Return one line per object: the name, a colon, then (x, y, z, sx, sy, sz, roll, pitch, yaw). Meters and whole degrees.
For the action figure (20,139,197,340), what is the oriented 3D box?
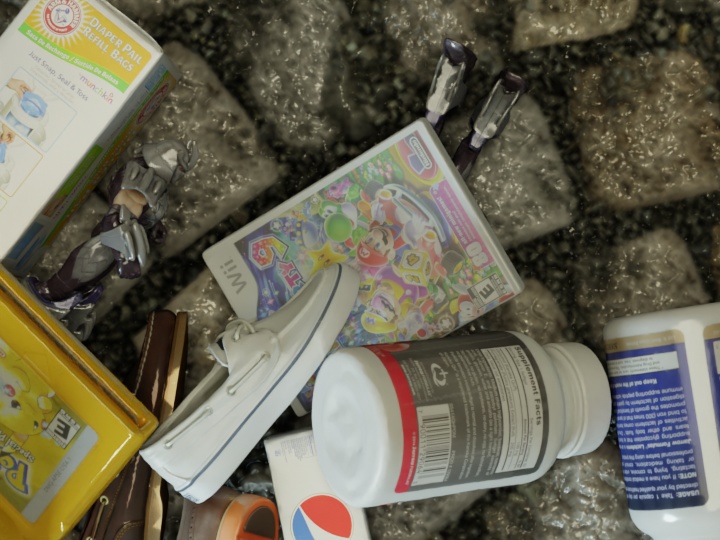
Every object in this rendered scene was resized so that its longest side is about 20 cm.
action figure: (-0.180, -0.019, 1.305, 0.069, 0.130, 0.200, 41, 105, 0)

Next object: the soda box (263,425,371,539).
soda box: (-0.019, 0.214, 1.322, 0.063, 0.068, 0.202, -11, 86, -1)

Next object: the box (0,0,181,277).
box: (-0.233, -0.105, 1.319, 0.101, 0.112, 0.200, 38, 90, 3)

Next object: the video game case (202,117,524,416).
video game case: (0.000, 0.000, 1.319, 0.199, 0.018, 0.144, -30, 93, 20)

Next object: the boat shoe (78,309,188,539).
boat shoe: (-0.168, 0.126, 1.327, 0.070, 0.070, 0.202, 9, 87, -1)

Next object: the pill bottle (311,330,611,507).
pill bottle: (0.075, 0.101, 1.279, 0.198, 0.110, 0.112, -4, 86, -28)

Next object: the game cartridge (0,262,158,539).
game cartridge: (-0.257, 0.109, 1.293, 0.176, 0.032, 0.200, 44, 124, 4)

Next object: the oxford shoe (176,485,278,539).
oxford shoe: (-0.115, 0.253, 1.308, 0.072, 0.071, 0.202, 15, 90, 31)

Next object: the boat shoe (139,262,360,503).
boat shoe: (-0.078, 0.068, 1.276, 0.065, 0.074, 0.201, 39, 82, -15)

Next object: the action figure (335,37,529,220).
action figure: (0.048, -0.065, 1.338, 0.129, 0.069, 0.201, 25, 90, -3)

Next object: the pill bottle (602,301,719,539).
pill bottle: (0.243, 0.127, 1.301, 0.115, 0.116, 0.202, -8, 87, 0)
